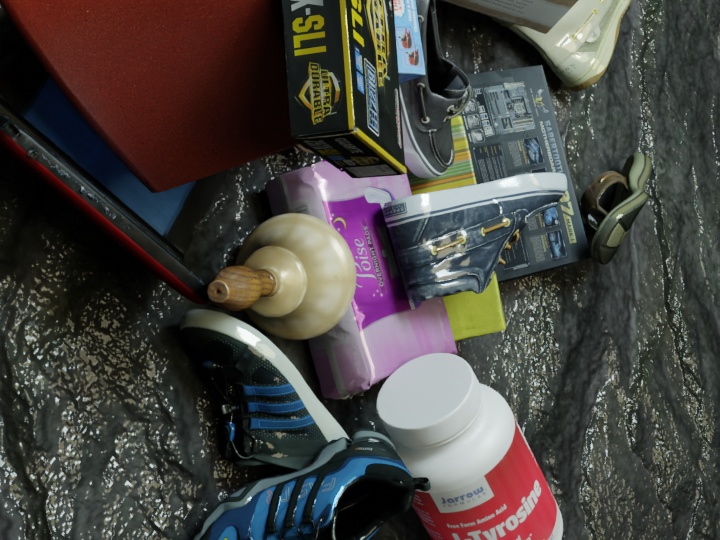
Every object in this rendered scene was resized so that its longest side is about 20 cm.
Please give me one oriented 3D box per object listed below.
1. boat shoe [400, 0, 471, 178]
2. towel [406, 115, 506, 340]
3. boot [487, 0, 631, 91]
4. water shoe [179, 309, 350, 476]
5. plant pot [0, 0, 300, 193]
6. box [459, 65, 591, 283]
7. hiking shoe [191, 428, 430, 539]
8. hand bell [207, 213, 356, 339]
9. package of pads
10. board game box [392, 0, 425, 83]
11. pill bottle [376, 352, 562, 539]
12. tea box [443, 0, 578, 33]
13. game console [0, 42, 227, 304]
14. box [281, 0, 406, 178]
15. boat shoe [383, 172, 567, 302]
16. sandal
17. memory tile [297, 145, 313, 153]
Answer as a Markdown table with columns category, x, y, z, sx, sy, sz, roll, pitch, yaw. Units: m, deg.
| category | x | y | z | sx | sy | sz | roll | pitch | yaw |
| --- | --- | --- | --- | --- | --- | --- | --- | --- | --- |
| boat shoe | 0.059 | -0.158 | 1.254 | 0.070 | 0.066 | 0.200 | -66 | 148 | -43 |
| towel | 0.071 | -0.035 | 1.346 | 0.018 | 0.086 | 0.200 | -5 | 83 | -81 |
| boot | 0.202 | -0.303 | 1.517 | 0.155 | 0.072 | 0.200 | 33 | 61 | -28 |
| water shoe | -0.080 | 0.116 | 1.179 | 0.200 | 0.071 | 0.079 | 48 | 59 | -22 |
| plant pot | -0.113 | -0.172 | 1.099 | 0.200 | 0.200 | 0.176 | -62 | 132 | -67 |
| box | 0.132 | -0.090 | 1.420 | 0.158 | 0.051 | 0.200 | -14 | 89 | -41 |
| hiking shoe | -0.048 | 0.195 | 1.138 | 0.200 | 0.087 | 0.074 | -35 | 114 | -9 |
| hand bell | -0.076 | 0.012 | 1.120 | 0.200 | 0.104 | 0.104 | -16 | 92 | -76 |
| package of pads | 0.000 | 0.000 | 1.270 | 0.120 | 0.076 | 0.200 | -18 | 93 | -44 |
| board game box | -0.022 | -0.236 | 1.192 | 0.037 | 0.151 | 0.200 | -4 | 84 | -41 |
| pill bottle | 0.090 | 0.168 | 1.253 | 0.112 | 0.112 | 0.200 | -56 | 133 | -34 |
| tea box | 0.119 | -0.355 | 1.366 | 0.200 | 0.134 | 0.197 | 15 | 61 | -18 |
| game console | -0.175 | -0.090 | 1.117 | 0.200 | 0.172 | 0.119 | 42 | 83 | -26 |
| box | -0.012 | -0.176 | 1.042 | 0.160 | 0.049 | 0.200 | 22 | 63 | -73 |
| boat shoe | 0.106 | -0.030 | 1.283 | 0.200 | 0.071 | 0.091 | -13 | 92 | -37 |
| sandal | 0.249 | -0.067 | 1.489 | 0.057 | 0.080 | 0.201 | 28 | 26 | 2 |
| memory tile | -0.048 | -0.212 | 1.277 | 0.153 | 0.017 | 0.200 | -41 | 109 | -39 |
